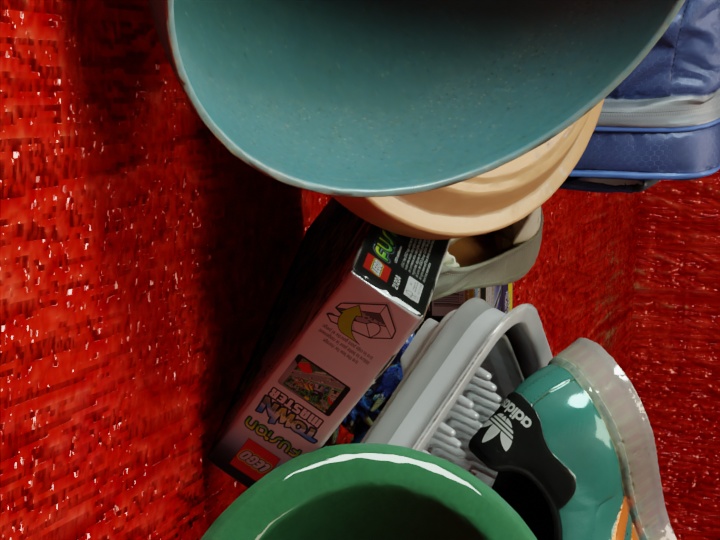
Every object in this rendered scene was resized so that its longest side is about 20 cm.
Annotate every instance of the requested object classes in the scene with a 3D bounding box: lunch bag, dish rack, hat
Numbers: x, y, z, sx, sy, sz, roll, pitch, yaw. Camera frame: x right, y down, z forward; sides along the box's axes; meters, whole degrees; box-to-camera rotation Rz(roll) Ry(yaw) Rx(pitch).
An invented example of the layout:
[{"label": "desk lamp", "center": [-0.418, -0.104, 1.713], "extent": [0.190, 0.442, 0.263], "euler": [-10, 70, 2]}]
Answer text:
[{"label": "lunch bag", "center": [0.098, -0.107, 1.334], "extent": [0.136, 0.199, 0.133], "euler": [-73, 166, -70]}, {"label": "dish rack", "center": [0.016, 0.109, 1.211], "extent": [0.200, 0.043, 0.172], "euler": [-55, 158, -13]}, {"label": "hat", "center": [-0.030, 0.180, 1.112], "extent": [0.200, 0.165, 0.176], "euler": [-52, -173, -24]}]

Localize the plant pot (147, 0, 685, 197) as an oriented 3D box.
[{"label": "plant pot", "center": [0.005, -0.145, 0.913], "extent": [0.201, 0.199, 0.135], "euler": [84, -20, -43]}]

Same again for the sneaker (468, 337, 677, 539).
[{"label": "sneaker", "center": [0.097, 0.124, 1.231], "extent": [0.071, 0.080, 0.201], "euler": [40, -24, 50]}]

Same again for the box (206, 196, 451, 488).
[{"label": "box", "center": [0.000, 0.000, 1.133], "extent": [0.110, 0.035, 0.200], "euler": [-52, -172, 29]}]

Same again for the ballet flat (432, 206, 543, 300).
[{"label": "ballet flat", "center": [0.058, -0.025, 1.376], "extent": [0.068, 0.064, 0.200], "euler": [52, 30, 7]}]

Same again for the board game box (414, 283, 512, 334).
[{"label": "board game box", "center": [0.050, 0.056, 1.533], "extent": [0.165, 0.056, 0.201], "euler": [-64, 155, -69]}]

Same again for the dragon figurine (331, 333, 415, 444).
[{"label": "dragon figurine", "center": [0.014, 0.098, 1.335], "extent": [0.100, 0.058, 0.201], "euler": [-72, 162, -54]}]

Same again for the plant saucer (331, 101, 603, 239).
[{"label": "plant saucer", "center": [0.034, -0.113, 1.061], "extent": [0.200, 0.032, 0.202], "euler": [5, 83, -43]}]
